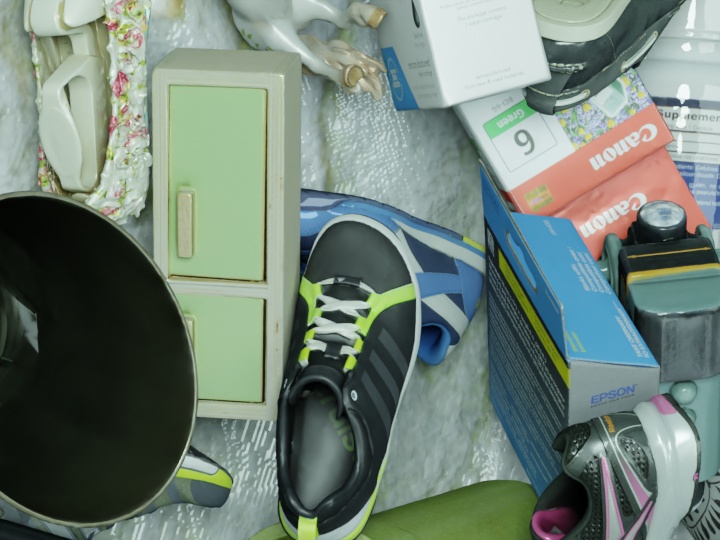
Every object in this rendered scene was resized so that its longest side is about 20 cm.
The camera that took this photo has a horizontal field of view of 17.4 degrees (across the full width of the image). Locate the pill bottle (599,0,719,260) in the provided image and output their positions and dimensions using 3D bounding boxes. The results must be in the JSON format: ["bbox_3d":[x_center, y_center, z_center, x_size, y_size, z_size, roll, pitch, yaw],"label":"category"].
[{"bbox_3d":[0.209,-0.080,1.553,0.111,0.111,0.201,1,95,-39],"label":"pill bottle"}]

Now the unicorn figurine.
[{"bbox_3d":[-0.058,-0.178,1.330,0.074,0.137,0.200,-37,135,-26],"label":"unicorn figurine"}]

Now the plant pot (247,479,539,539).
[{"bbox_3d":[0.046,0.215,1.433,0.190,0.200,0.201,-23,110,-48],"label":"plant pot"}]

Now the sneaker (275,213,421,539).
[{"bbox_3d":[-0.008,0.059,1.307,0.083,0.071,0.201,68,26,-72],"label":"sneaker"}]

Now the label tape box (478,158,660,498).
[{"bbox_3d":[0.125,0.044,1.410,0.063,0.144,0.200,-14,133,-11],"label":"label tape box"}]

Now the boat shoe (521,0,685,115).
[{"bbox_3d":[0.152,-0.155,1.407,0.200,0.072,0.068,-39,137,-49],"label":"boat shoe"}]

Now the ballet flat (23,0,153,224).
[{"bbox_3d":[-0.152,-0.117,1.278,0.064,0.075,0.201,-29,115,-60],"label":"ballet flat"}]

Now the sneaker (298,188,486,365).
[{"bbox_3d":[0.000,0.000,1.421,0.200,0.074,0.083,21,85,-38],"label":"sneaker"}]

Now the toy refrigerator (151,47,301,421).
[{"bbox_3d":[-0.075,-0.020,1.324,0.070,0.076,0.201,-66,158,-72],"label":"toy refrigerator"}]

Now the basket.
[{"bbox_3d":[-0.202,0.032,1.180,0.136,0.200,0.181,-50,124,-24],"label":"basket"}]

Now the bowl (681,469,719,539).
[{"bbox_3d":[0.256,0.091,1.603,0.094,0.201,0.201,34,68,10],"label":"bowl"}]

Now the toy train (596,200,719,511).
[{"bbox_3d":[0.189,0.058,1.462,0.085,0.114,0.201,-4,125,-2],"label":"toy train"}]

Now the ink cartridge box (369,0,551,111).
[{"bbox_3d":[0.039,-0.195,1.324,0.068,0.116,0.201,-15,95,-12],"label":"ink cartridge box"}]

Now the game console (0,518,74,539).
[{"bbox_3d":[-0.201,0.223,1.281,0.200,0.031,0.177,23,102,-39],"label":"game console"}]

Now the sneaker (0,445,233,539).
[{"bbox_3d":[-0.163,0.126,1.317,0.199,0.074,0.081,5,103,-34],"label":"sneaker"}]

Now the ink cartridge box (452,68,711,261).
[{"bbox_3d":[0.131,-0.085,1.466,0.109,0.050,0.200,-31,96,0],"label":"ink cartridge box"}]

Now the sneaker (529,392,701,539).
[{"bbox_3d":[0.138,0.159,1.373,0.086,0.080,0.201,-5,119,-12],"label":"sneaker"}]
